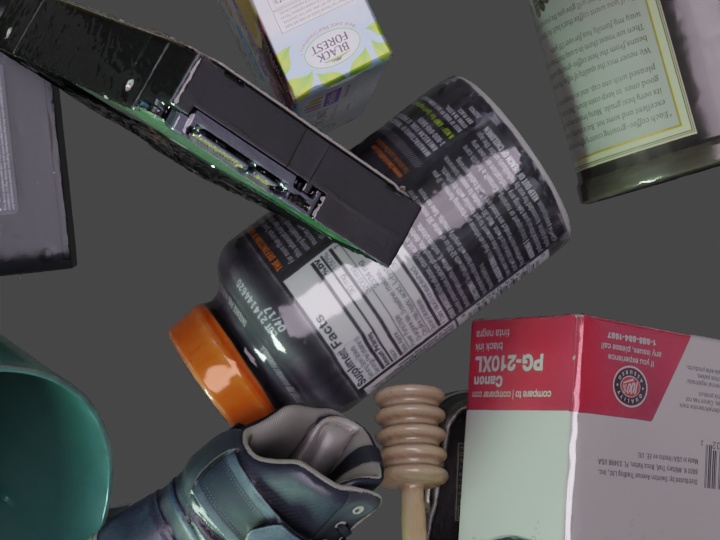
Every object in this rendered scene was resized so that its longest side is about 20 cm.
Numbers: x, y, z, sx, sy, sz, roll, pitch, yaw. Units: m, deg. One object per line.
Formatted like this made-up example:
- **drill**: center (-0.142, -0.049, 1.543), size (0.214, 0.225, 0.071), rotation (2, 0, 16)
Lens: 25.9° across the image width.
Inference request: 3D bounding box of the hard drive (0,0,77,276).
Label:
- **hard drive**: center (-0.251, -0.061, 0.799), size (0.197, 0.033, 0.142), rotation (-6, 95, -4)

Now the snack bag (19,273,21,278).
- **snack bag**: center (-0.274, -0.085, 0.824), size (0.186, 0.021, 0.203), rotation (-8, 90, -4)

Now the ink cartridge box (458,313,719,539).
- **ink cartridge box**: center (0.125, 0.131, 0.771), size (0.143, 0.084, 0.203), rotation (10, 81, -36)

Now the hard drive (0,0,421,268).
- **hard drive**: center (-0.077, -0.071, 0.726), size (0.139, 0.199, 0.038), rotation (32, 88, -36)

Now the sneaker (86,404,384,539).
- **sneaker**: center (-0.024, 0.157, 0.769), size (0.146, 0.077, 0.202), rotation (-41, 121, 7)

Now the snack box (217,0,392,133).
- **snack box**: center (-0.042, -0.140, 0.748), size (0.052, 0.200, 0.144), rotation (-24, 90, -4)

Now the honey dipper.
- **honey dipper**: center (0.027, 0.156, 0.758), size (0.037, 0.038, 0.203), rotation (0, 69, -3)

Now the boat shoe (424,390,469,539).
- **boat shoe**: center (0.055, 0.165, 0.816), size (0.070, 0.064, 0.203), rotation (-4, 89, -3)

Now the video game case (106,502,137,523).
- **video game case**: center (-0.186, 0.216, 0.762), size (0.179, 0.024, 0.202), rotation (-10, 48, -3)

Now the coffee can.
- **coffee can**: center (0.153, -0.150, 0.786), size (0.144, 0.146, 0.203), rotation (-16, 90, -3)

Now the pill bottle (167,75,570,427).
- **pill bottle**: center (0.000, 0.000, 0.796), size (0.199, 0.106, 0.107), rotation (-36, 91, -3)

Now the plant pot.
- **plant pot**: center (-0.243, 0.092, 0.735), size (0.160, 0.200, 0.202), rotation (34, 87, 35)
